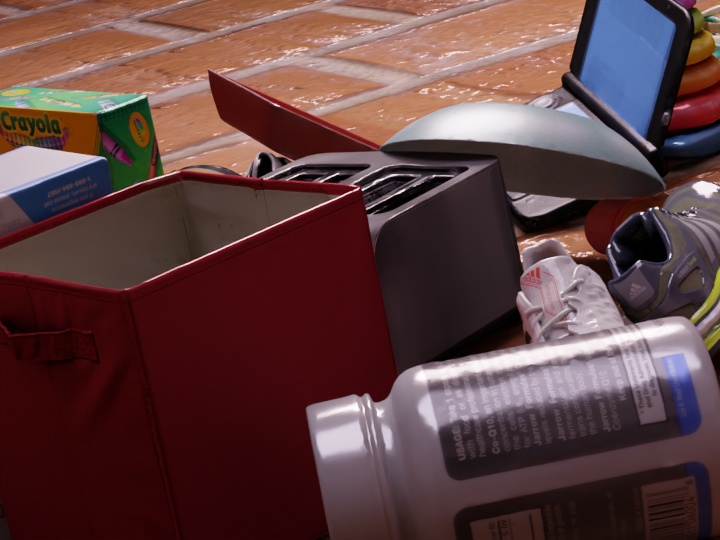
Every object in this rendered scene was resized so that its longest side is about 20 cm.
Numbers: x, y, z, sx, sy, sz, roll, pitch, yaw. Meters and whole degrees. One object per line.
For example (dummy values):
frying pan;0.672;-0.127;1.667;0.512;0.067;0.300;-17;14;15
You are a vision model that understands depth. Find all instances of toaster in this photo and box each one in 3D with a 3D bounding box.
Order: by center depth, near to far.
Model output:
toaster;0.000;0.000;1.489;0.181;0.119;0.200;4;22;39

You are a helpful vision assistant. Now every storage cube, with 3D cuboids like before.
storage cube;-0.100;0.058;1.253;0.200;0.180;0.171;-26;22;-39

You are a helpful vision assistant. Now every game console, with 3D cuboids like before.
game console;0.163;-0.143;1.770;0.176;0.117;0.200;-24;26;-4

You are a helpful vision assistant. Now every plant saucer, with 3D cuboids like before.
plant saucer;0.113;-0.086;1.564;0.201;0.039;0.201;8;-7;1
plant saucer;-0.018;-0.095;1.808;0.199;0.037;0.200;23;5;-23

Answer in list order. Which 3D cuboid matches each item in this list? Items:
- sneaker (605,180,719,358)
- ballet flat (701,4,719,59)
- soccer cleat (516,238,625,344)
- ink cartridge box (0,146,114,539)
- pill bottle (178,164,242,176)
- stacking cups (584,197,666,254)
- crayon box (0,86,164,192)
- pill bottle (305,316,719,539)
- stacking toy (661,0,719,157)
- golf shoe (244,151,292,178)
sneaker;0.198;-0.014;1.405;0.074;0.081;0.200;-43;12;23
ballet flat;0.350;-0.205;2.026;0.067;0.071;0.200;-21;20;-32
soccer cleat;0.124;0.038;1.329;0.069;0.085;0.200;-22;14;6
ink cartridge box;-0.209;0.044;1.333;0.086;0.200;0.146;8;25;44
pill bottle;-0.144;0.006;1.570;0.112;0.112;0.200;-3;19;26
stacking cups;0.232;-0.025;1.533;0.060;0.061;0.200;-20;17;-28
crayon box;-0.251;-0.092;1.946;0.058;0.119;0.200;-24;21;-38
pill bottle;0.078;0.095;1.133;0.200;0.114;0.114;-11;17;-1
stacking toy;0.242;-0.196;1.837;0.116;0.200;0.110;-25;22;-37
golf shoe;-0.052;-0.054;1.748;0.072;0.092;0.200;-10;15;11
